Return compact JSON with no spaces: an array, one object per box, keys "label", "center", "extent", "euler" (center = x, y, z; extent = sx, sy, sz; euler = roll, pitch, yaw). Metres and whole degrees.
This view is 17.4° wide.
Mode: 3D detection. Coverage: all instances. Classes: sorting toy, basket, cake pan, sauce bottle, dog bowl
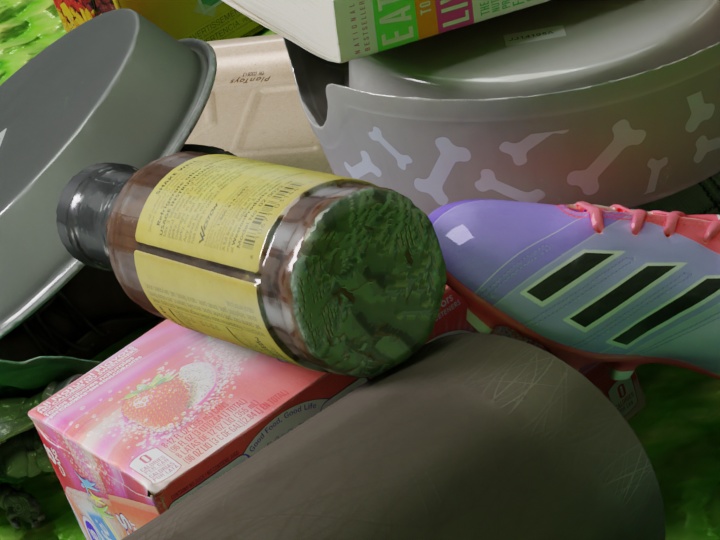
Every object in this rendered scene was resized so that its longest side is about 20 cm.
[{"label":"sorting toy","center":[-0.080,-0.043,1.132],"extent":[0.184,0.037,0.200],"euler":[-3,39,30]},{"label":"basket","center":[-0.003,0.114,0.714],"extent":[0.136,0.181,0.200],"euler":[31,41,21]},{"label":"cake pan","center":[-0.145,-0.037,0.994],"extent":[0.200,0.037,0.201],"euler":[-37,22,18]},{"label":"sauce bottle","center":[-0.047,-0.010,0.812],"extent":[0.065,0.065,0.200],"euler":[-33,25,-22]},{"label":"dog bowl","center":[0.069,-0.081,0.882],"extent":[0.199,0.059,0.200],"euler":[-9,27,5]}]

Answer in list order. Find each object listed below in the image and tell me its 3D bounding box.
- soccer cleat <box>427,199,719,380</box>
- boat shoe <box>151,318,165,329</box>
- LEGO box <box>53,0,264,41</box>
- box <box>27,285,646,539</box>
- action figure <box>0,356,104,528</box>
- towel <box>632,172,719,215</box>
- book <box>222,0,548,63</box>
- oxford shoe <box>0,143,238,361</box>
[{"label":"soccer cleat","center":[0.115,0.003,0.796],"extent":[0.199,0.077,0.067],"euler":[19,24,-17]},{"label":"boat shoe","center":[0.000,0.000,0.969],"extent":[0.199,0.072,0.068],"euler":[-23,31,-6]},{"label":"LEGO box","center":[-0.082,-0.212,1.292],"extent":[0.200,0.150,0.077],"euler":[-34,32,-23]},{"label":"box","center":[-0.006,0.050,0.860],"extent":[0.200,0.103,0.094],"euler":[-35,33,-23]},{"label":"action figure","center":[-0.159,0.071,0.939],"extent":[0.199,0.118,0.055],"euler":[-16,64,46]},{"label":"towel","center":[0.150,-0.114,0.998],"extent":[0.192,0.035,0.200],"euler":[-30,66,-14]},{"label":"book","center":[0.053,-0.135,0.886],"extent":[0.199,0.048,0.134],"euler":[-19,31,-20]},{"label":"oxford shoe","center":[-0.117,0.012,1.002],"extent":[0.199,0.073,0.085],"euler":[-30,23,33]}]
